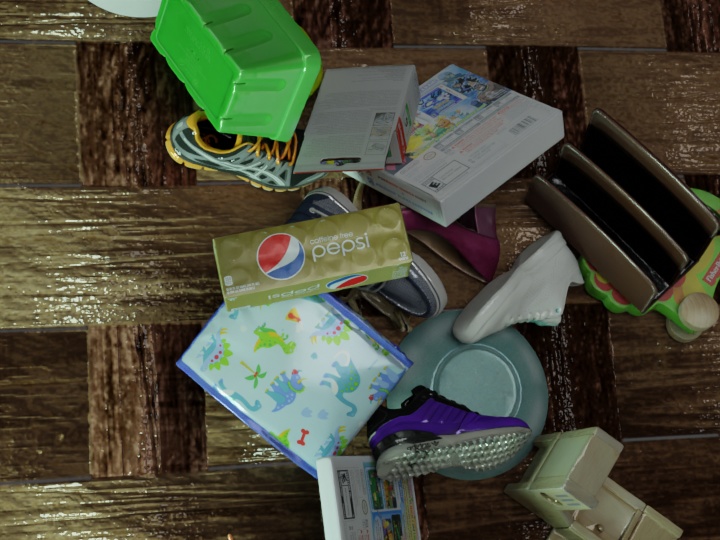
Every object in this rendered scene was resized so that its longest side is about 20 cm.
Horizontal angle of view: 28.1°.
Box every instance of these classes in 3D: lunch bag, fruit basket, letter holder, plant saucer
[{"bbox_3d":[-0.074,0.096,1.570,0.200,0.127,0.170,38,89,-11],"label":"lunch bag"},{"bbox_3d":[-0.109,-0.249,1.623,0.215,0.156,0.216,14,44,-14],"label":"fruit basket"},{"bbox_3d":[0.304,-0.072,1.677,0.101,0.142,0.200,-41,76,-14],"label":"letter holder"},{"bbox_3d":[0.130,0.141,1.673,0.200,0.039,0.202,3,77,-13],"label":"plant saucer"}]

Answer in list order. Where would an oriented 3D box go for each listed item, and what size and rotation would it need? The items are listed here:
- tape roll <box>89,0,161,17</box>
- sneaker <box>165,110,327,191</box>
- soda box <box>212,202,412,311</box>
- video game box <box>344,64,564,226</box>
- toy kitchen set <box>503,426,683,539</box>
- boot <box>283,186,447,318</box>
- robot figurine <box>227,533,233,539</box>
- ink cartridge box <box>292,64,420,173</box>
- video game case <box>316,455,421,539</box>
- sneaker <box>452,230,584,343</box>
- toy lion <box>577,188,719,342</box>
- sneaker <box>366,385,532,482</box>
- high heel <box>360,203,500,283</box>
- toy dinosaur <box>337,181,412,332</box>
[{"bbox_3d":[-0.251,-0.408,1.647,0.202,0.139,0.203,3,76,-14],"label":"tape roll"},{"bbox_3d":[-0.121,-0.142,1.654,0.199,0.077,0.078,5,75,-15],"label":"sneaker"},{"bbox_3d":[-0.050,-0.014,1.502,0.199,0.064,0.068,-11,75,-6],"label":"soda box"},{"bbox_3d":[0.102,-0.149,1.662,0.200,0.047,0.182,-36,47,-24],"label":"video game box"},{"bbox_3d":[0.264,0.301,1.597,0.200,0.180,0.163,35,73,-6],"label":"toy kitchen set"},{"bbox_3d":[0.000,0.000,1.590,0.200,0.073,0.090,39,43,0],"label":"boot"},{"bbox_3d":[-0.091,0.372,1.526,0.200,0.144,0.117,43,56,-2],"label":"robot figurine"},{"bbox_3d":[-0.002,-0.157,1.630,0.109,0.050,0.200,-1,42,15],"label":"ink cartridge box"},{"bbox_3d":[0.017,0.300,1.554,0.024,0.182,0.201,-13,78,27],"label":"video game case"},{"bbox_3d":[0.194,0.038,1.686,0.200,0.075,0.089,-39,97,-30],"label":"sneaker"},{"bbox_3d":[0.371,-0.022,1.764,0.192,0.069,0.200,37,71,4],"label":"toy lion"},{"bbox_3d":[0.095,0.169,1.603,0.200,0.070,0.100,-3,50,-28],"label":"sneaker"},{"bbox_3d":[0.077,-0.029,1.668,0.200,0.067,0.096,-2,93,-24],"label":"high heel"},{"bbox_3d":[-0.004,-0.011,1.676,0.101,0.058,0.200,-10,75,-32],"label":"toy dinosaur"}]
